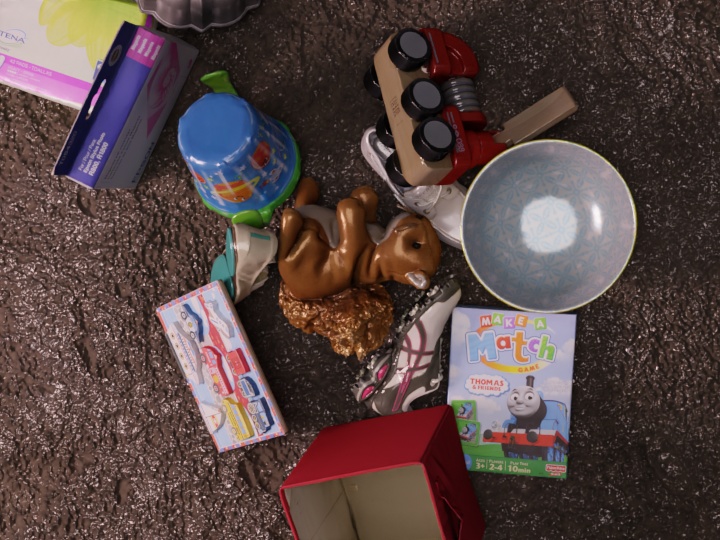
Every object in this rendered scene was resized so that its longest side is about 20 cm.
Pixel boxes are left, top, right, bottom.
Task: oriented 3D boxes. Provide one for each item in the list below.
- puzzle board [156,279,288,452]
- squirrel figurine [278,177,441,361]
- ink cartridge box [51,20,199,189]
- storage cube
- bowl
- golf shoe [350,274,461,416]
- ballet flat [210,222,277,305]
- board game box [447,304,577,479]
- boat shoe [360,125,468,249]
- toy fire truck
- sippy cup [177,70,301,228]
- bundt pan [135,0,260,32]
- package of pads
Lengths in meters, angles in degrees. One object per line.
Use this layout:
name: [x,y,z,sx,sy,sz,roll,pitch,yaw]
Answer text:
puzzle board: [-0.175,0.122,1.646,0.151,0.017,0.200,-23,91,48]
squirrel figurine: [0.000,0.000,1.604,0.186,0.142,0.200,8,105,4]
ink cartridge box: [-0.273,-0.190,1.590,0.043,0.200,0.197,28,99,6]
storage cube: [0.034,0.278,1.566,0.200,0.180,0.171,-13,102,17]
bowl: [0.220,-0.053,1.571,0.200,0.108,0.201,1,94,9]
golf shoe: [0.074,0.094,1.624,0.088,0.077,0.200,35,112,-1]
ballet flat: [-0.135,-0.005,1.604,0.069,0.200,0.070,4,73,-12]
board game box: [0.181,0.146,1.629,0.151,0.037,0.200,3,94,9]
boat shoe: [0.075,-0.097,1.609,0.200,0.069,0.071,41,96,2]
toy fire truck: [0.129,-0.198,1.566,0.200,0.129,0.176,-4,70,-27]
sippy cup: [-0.152,-0.144,1.591,0.178,0.130,0.140,38,84,22]
bundt pan: [-0.196,-0.391,1.595,0.201,0.076,0.202,1,83,-6]
package of pads: [-0.361,-0.286,1.662,0.200,0.068,0.155,18,97,6]
